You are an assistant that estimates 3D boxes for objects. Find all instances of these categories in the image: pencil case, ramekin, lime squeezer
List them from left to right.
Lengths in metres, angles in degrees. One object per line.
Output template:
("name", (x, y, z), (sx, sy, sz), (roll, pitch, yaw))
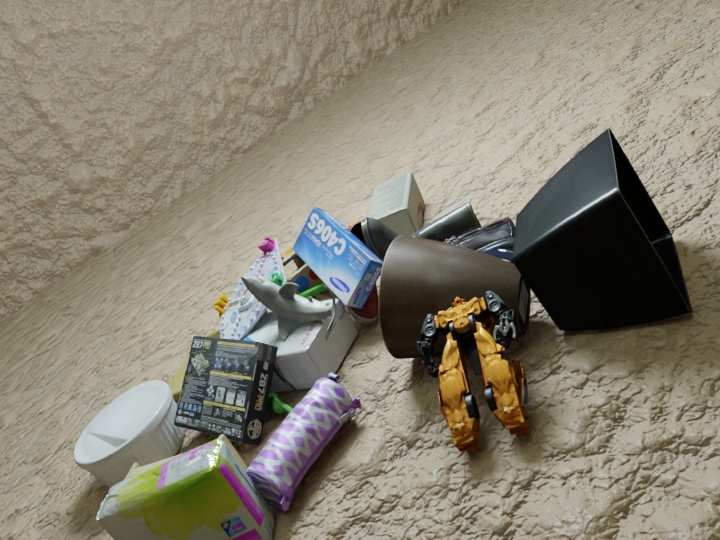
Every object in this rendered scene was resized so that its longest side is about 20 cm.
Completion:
("ramekin", (-0.412, 0.306, 1.273), (0.198, 0.096, 0.204), (-25, 24, 12))
("lime squeezer", (-0.154, 0.237, 1.175), (0.196, 0.038, 0.071), (-12, 30, 36))
("pencil case", (-0.080, 0.250, 1.017), (0.084, 0.085, 0.201), (19, 51, 30))

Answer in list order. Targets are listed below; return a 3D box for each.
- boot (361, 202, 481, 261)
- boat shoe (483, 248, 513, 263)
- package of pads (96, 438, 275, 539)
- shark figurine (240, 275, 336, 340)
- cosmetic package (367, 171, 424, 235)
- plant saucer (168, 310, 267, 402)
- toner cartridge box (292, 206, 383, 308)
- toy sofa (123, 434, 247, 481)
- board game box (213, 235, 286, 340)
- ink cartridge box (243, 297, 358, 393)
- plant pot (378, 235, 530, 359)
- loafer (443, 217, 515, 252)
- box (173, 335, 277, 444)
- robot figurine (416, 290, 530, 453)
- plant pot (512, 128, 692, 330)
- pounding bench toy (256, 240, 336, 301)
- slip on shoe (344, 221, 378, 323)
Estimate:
("boot", (0.120, -0.070, 1.293), (0.196, 0.182, 0.074), (-22, 47, 23))
("boat shoe", (0.185, 0.009, 1.193), (0.196, 0.076, 0.092), (3, 31, 41))
("package of pads", (-0.235, 0.330, 0.943), (0.196, 0.157, 0.069), (-25, 23, 11))
("shark figurine", (-0.107, 0.078, 1.200), (0.210, 0.128, 0.091), (14, 70, 34))
("cosmetic package", (0.080, -0.126, 1.540), (0.101, 0.089, 0.202), (-20, 25, 19))
("plant saucer", (-0.279, 0.183, 1.399), (0.196, 0.049, 0.201), (-23, 22, 25))
("toner cartridge box", (-0.044, -0.026, 1.288), (0.200, 0.043, 0.097), (42, 109, 41))
("toy sofa", (-0.278, 0.336, 1.070), (0.195, 0.084, 0.098), (-21, 24, 21))
("board game box", (-0.225, 0.048, 1.380), (0.201, 0.026, 0.201), (-50, 26, 13))
("ink cartridge box", (-0.121, 0.139, 1.266), (0.196, 0.085, 0.146), (-13, 29, 35))
("plant pot", (0.151, 0.043, 1.052), (0.194, 0.191, 0.188), (1, 35, 25))
("loafer", (0.188, -0.039, 1.250), (0.195, 0.072, 0.065), (-16, 65, 17))
("box", (-0.236, 0.201, 1.205), (0.196, 0.048, 0.167), (-2, 75, 42))
("robot figurine", (0.150, 0.126, 0.916), (0.142, 0.058, 0.204), (-21, 51, 18))
("plant pot", (0.321, -0.035, 0.973), (0.175, 0.201, 0.202), (-30, 21, 29))
("pounding bench toy", (-0.100, 0.024, 1.415), (0.155, 0.126, 0.198), (-39, 25, -19))
("slip on shoe", (0.000, 0.000, 1.309), (0.072, 0.206, 0.061), (3, -25, -18))
